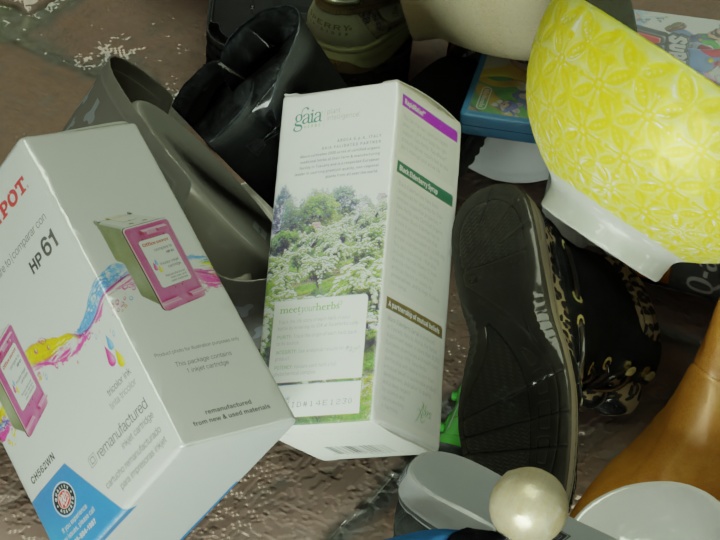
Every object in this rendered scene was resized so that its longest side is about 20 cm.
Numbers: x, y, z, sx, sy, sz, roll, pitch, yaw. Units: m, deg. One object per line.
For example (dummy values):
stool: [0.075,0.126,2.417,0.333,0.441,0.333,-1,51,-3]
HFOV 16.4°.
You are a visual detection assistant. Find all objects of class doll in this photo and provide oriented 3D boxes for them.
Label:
doll: [0.041,0.185,1.245,0.136,0.200,0.048,34,10,30]

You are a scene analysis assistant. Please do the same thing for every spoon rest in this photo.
spoon rest: [0.153,0.191,1.316,0.099,0.061,0.200,-9,49,12]

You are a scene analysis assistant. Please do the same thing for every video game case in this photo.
video game case: [0.174,-0.118,1.557,0.200,0.018,0.143,9,39,11]

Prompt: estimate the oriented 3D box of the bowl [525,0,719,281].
bowl: [0.162,-0.060,1.399,0.200,0.108,0.200,34,5,-4]

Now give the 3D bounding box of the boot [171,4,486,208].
boot: [-0.010,-0.104,1.519,0.066,0.200,0.165,25,78,39]

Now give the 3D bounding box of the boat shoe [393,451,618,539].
boat shoe: [0.099,0.164,1.290,0.200,0.057,0.069,32,31,29]

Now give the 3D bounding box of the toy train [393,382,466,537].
toy train: [0.052,0.115,1.423,0.042,0.056,0.200,14,42,10]

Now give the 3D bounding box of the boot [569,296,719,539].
boot: [0.193,0.072,1.419,0.201,0.144,0.071,-31,52,-34]

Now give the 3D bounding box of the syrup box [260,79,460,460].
syrup box: [0.000,0.000,1.409,0.079,0.081,0.200,-6,70,30]

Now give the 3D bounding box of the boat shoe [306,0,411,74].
boat shoe: [0.031,-0.200,1.636,0.073,0.063,0.200,21,43,18]

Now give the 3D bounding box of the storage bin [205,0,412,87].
storage bin: [-0.034,-0.172,1.716,0.135,0.094,0.200,4,42,-1]

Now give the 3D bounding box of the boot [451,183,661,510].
boot: [0.117,0.061,1.441,0.073,0.151,0.200,-19,68,28]

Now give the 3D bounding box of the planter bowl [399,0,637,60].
planter bowl: [0.078,-0.213,1.525,0.135,0.200,0.200,-16,42,4]

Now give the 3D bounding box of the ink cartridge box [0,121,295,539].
ink cartridge box: [-0.142,0.040,1.365,0.085,0.145,0.200,-10,63,-42]

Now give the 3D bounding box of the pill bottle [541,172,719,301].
pill bottle: [0.221,-0.039,1.571,0.200,0.116,0.116,14,42,11]

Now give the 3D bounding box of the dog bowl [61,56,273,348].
dog bowl: [-0.100,-0.035,1.495,0.059,0.200,0.200,-42,48,8]

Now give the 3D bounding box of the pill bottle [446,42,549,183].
pill bottle: [0.113,-0.159,1.705,0.106,0.106,0.200,7,41,2]
